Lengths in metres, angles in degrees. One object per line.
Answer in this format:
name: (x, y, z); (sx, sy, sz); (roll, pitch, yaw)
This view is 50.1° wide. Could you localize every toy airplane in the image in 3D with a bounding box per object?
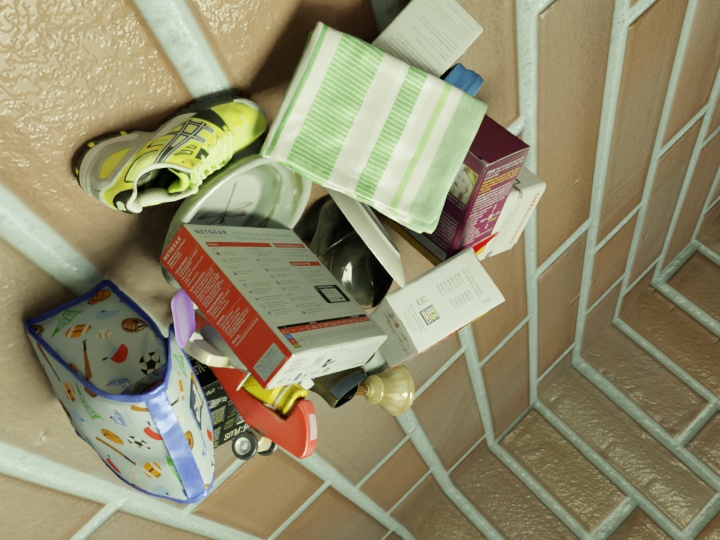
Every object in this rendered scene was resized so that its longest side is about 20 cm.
toy airplane: (-0.121, 0.101, 0.887); (0.141, 0.200, 0.199); (-39, 118, 7)

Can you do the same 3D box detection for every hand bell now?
hand bell: (-0.001, 0.228, 1.463); (0.199, 0.104, 0.105); (7, 123, -44)

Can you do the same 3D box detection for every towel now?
towel: (0.016, -0.142, 0.784); (0.153, 0.199, 0.023); (-66, -165, 4)

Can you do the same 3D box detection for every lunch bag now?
lunch bag: (-0.230, 0.129, 0.790); (0.124, 0.199, 0.171); (-34, 132, -27)

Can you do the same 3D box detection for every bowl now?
bowl: (0.064, -0.170, 0.934); (0.201, 0.039, 0.201); (-46, -172, 8)

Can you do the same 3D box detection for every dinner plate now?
dinner plate: (-0.001, -0.066, 0.903); (0.024, 0.201, 0.200); (-36, 154, 6)

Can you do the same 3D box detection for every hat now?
hat: (0.000, 0.000, 1.039); (0.200, 0.080, 0.202); (-25, 118, -58)

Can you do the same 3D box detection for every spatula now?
spatula: (-0.153, 0.026, 0.827); (0.200, 0.020, 0.057); (-41, 130, -64)

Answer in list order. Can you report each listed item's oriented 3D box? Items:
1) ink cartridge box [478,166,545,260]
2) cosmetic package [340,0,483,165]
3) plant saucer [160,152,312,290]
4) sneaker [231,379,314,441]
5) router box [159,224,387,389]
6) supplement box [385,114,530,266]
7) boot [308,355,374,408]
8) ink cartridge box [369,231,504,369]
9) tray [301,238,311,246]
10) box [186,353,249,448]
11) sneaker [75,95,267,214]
ink cartridge box: (0.202, -0.094, 1.297); (0.199, 0.084, 0.146); (-19, 143, -43)
cosmetic package: (0.032, -0.208, 0.849); (0.200, 0.081, 0.113); (-48, -176, 1)
plant saucer: (-0.144, -0.063, 0.849); (0.200, 0.050, 0.200); (-38, 160, -16)
sneaker: (-0.130, 0.194, 1.201); (0.115, 0.081, 0.200); (-10, 134, -48)
router box: (-0.084, 0.031, 0.816); (0.049, 0.180, 0.200); (-50, 159, 20)
supplement box: (0.134, -0.121, 1.110); (0.103, 0.131, 0.201); (-24, 147, -38)
boot: (-0.021, 0.182, 1.327); (0.199, 0.097, 0.075); (-11, 137, -49)
ink cartridge box: (0.109, 0.045, 1.028); (0.175, 0.084, 0.200); (-30, 173, -12)
tray: (-0.085, 0.005, 1.061); (0.099, 0.037, 0.200); (-57, 153, 17)
box: (-0.221, 0.170, 1.026); (0.199, 0.086, 0.164); (-24, 145, -38)
sneaker: (-0.167, -0.106, 0.743); (0.199, 0.076, 0.076); (-32, 148, -30)
